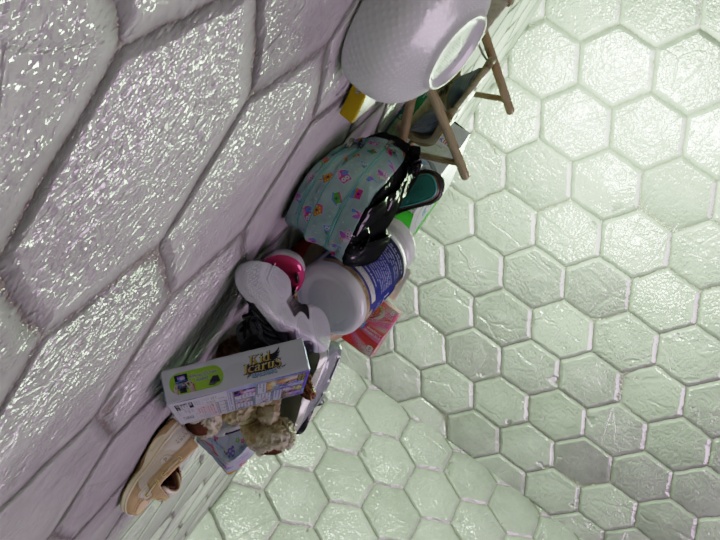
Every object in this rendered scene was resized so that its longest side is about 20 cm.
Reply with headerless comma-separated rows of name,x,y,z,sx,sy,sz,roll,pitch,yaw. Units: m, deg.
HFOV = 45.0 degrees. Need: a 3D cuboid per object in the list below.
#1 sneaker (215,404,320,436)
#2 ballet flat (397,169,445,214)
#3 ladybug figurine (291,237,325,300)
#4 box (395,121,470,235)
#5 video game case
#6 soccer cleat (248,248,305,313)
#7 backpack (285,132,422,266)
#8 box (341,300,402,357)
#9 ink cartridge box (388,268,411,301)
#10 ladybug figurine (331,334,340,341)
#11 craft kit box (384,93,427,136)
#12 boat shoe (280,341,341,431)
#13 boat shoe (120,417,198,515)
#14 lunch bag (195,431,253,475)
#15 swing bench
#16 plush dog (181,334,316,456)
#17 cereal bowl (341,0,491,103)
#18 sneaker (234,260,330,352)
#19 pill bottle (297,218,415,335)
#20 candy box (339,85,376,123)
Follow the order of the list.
sneaker,-0.159,0.251,1.515,0.198,0.114,0.076,-30,-141,5
ballet flat,0.037,-0.107,1.307,0.068,0.197,0.069,-22,104,-69
ladybug figurine,-0.068,-0.011,1.397,0.200,0.071,0.138,-38,145,-58
box,0.088,-0.151,1.484,0.177,0.096,0.200,-54,172,-18
video game case,-0.161,0.148,1.141,0.178,0.046,0.200,-12,165,-10
soccer cleat,-0.119,0.011,1.226,0.201,0.069,0.087,120,-12,-54
backpack,-0.011,-0.093,1.173,0.200,0.125,0.169,-47,159,-58
box,-0.030,0.060,1.605,0.103,0.199,0.095,-56,174,3
ink cartridge box,0.015,-0.037,1.545,0.045,0.175,0.200,-53,176,-18
ladybug figurine,-0.105,0.099,1.494,0.198,0.073,0.135,-20,-177,38
craft kit box,0.064,-0.224,1.598,0.201,0.048,0.198,-54,178,-23
boat shoe,-0.084,0.198,1.416,0.071,0.070,0.203,1,125,-42
boat shoe,-0.302,0.313,1.312,0.201,0.069,0.074,-59,175,33
lunch bag,-0.213,0.268,1.642,0.200,0.127,0.170,-42,171,-20
swing bench,0.136,-0.281,1.289,0.199,0.128,0.202,-51,144,-38
plush dog,-0.166,0.172,1.346,0.172,0.198,0.162,-47,-146,31
cereal bowl,0.074,-0.256,0.921,0.200,0.083,0.201,-46,167,-13
sneaker,-0.130,0.062,1.146,0.112,0.200,0.077,-16,-126,24
pill bottle,0.000,0.000,1.306,0.200,0.115,0.116,-43,168,-49
candy box,0.040,-0.274,1.026,0.102,0.026,0.201,-46,169,-47
